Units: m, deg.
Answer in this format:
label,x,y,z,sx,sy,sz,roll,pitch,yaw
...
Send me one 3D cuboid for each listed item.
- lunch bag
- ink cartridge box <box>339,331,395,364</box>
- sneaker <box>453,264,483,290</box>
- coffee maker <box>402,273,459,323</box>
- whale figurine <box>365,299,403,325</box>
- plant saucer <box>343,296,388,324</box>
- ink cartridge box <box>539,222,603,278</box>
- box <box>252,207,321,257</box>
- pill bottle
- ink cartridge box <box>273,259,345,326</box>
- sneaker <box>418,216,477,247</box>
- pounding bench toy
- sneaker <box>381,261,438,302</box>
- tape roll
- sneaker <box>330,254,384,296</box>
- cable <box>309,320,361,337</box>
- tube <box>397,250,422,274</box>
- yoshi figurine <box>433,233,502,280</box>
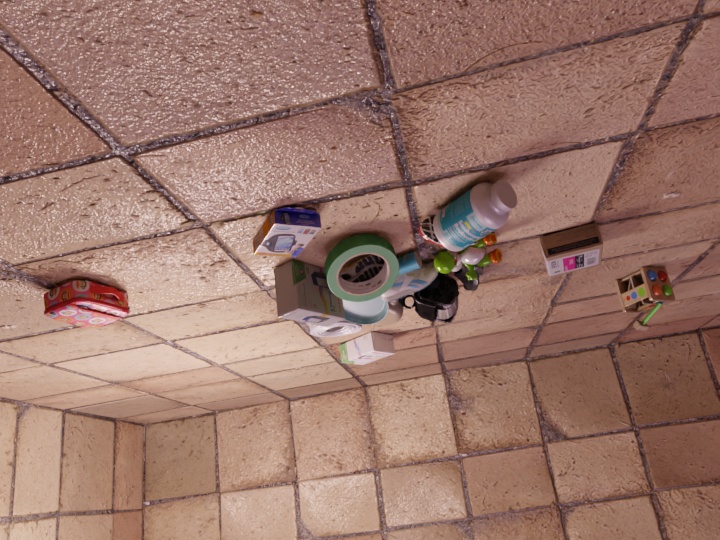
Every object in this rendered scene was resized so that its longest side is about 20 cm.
label,x,y,z,sx,sy,sz,roll,pitch,yaw
lunch bag,-0.734,0.087,1.588,0.173,0.083,0.200,-20,158,18
ink cartridge box,0.030,0.337,2.496,0.198,0.086,0.143,-26,153,37
sneaker,0.327,0.003,1.795,0.089,0.077,0.201,1,152,4
coffee maker,0.220,0.087,1.861,0.188,0.137,0.200,-10,158,7
whale figurine,0.058,0.092,1.899,0.157,0.105,0.200,-21,131,34
plant saucer,-0.006,0.093,1.827,0.196,0.028,0.203,10,134,10
ink cartridge box,0.630,-0.056,1.734,0.162,0.077,0.200,-16,158,17
box,-0.175,-0.089,1.394,0.117,0.042,0.200,3,158,-26
pill bottle,0.269,-0.131,1.354,0.109,0.113,0.199,6,154,-33
ink cartridge box,-0.144,0.068,1.658,0.087,0.148,0.198,-23,154,32
sneaker,0.222,-0.086,1.508,0.197,0.079,0.084,7,159,-34
pounding bench toy,1.057,0.105,2.128,0.122,0.204,0.156,2,158,-23
sneaker,0.142,0.018,1.731,0.197,0.082,0.077,-26,-158,-4
tape roll,0.004,-0.004,1.551,0.196,0.049,0.203,-8,132,-9
sneaker,0.000,0.000,1.662,0.197,0.079,0.090,-22,-165,5
cable,-0.090,0.188,2.091,0.197,0.071,0.199,11,152,-40
tube,0.081,-0.003,1.686,0.197,0.051,0.078,-20,-159,23
yoshi figurine,0.288,-0.035,1.632,0.197,0.114,0.112,-18,141,31
